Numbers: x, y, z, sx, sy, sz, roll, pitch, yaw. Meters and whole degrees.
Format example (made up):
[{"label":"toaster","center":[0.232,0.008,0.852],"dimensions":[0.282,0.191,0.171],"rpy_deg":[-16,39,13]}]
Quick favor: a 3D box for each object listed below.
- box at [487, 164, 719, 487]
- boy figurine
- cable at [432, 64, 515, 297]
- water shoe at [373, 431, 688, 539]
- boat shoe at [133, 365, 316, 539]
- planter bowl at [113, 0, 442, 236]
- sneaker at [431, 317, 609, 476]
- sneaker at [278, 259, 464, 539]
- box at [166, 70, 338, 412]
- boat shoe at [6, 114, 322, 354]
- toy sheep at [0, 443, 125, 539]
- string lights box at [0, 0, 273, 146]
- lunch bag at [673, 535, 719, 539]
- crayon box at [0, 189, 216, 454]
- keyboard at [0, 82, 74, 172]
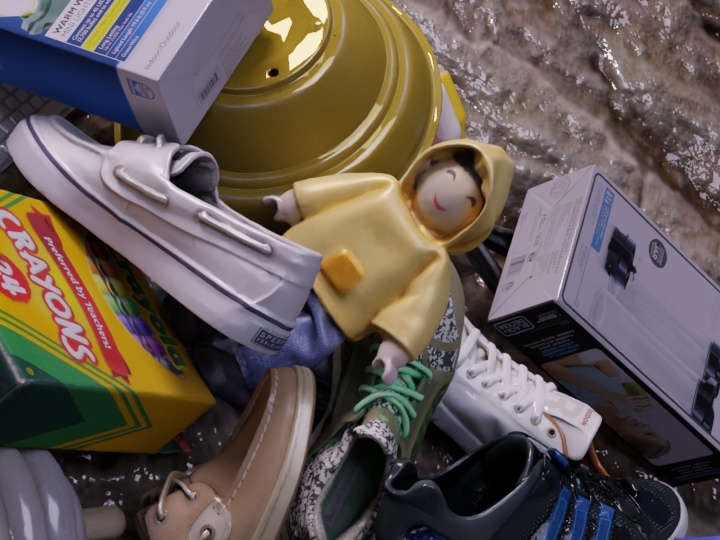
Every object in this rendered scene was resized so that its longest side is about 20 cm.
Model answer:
[{"label":"box","center":[0.181,0.039,1.056],"dimensions":[0.200,0.060,0.117],"rpy_deg":[42,51,-26]},{"label":"boy figurine","center":[0.000,0.000,0.866],"dimensions":[0.200,0.064,0.125],"rpy_deg":[-30,73,5]},{"label":"cable","center":[0.067,-0.043,1.018],"dimensions":[0.200,0.050,0.097],"rpy_deg":[53,40,-22]},{"label":"water shoe","center":[0.103,0.130,0.887],"dimensions":[0.199,0.071,0.079],"rpy_deg":[-7,114,-28]},{"label":"boat shoe","center":[-0.083,0.134,0.816],"dimensions":[0.064,0.071,0.201],"rpy_deg":[24,91,-10]},{"label":"planter bowl","center":[-0.056,-0.118,0.931],"dimensions":[0.200,0.084,0.201],"rpy_deg":[-4,60,7]},{"label":"sneaker","center":[0.096,0.078,0.977],"dimensions":[0.200,0.085,0.073],"rpy_deg":[52,36,-12]},{"label":"sneaker","center":[0.014,0.081,0.894],"dimensions":[0.077,0.089,0.201],"rpy_deg":[22,83,-10]},{"label":"box","center":[-0.038,-0.022,0.988],"dimensions":[0.137,0.040,0.201],"rpy_deg":[22,58,-22]},{"label":"boat shoe","center":[-0.101,-0.036,0.829],"dimensions":[0.200,0.066,0.072],"rpy_deg":[37,9,31]},{"label":"toy sheep","center":[-0.197,0.135,0.759],"dimensions":[0.200,0.138,0.138],"rpy_deg":[-1,67,-48]},{"label":"string lights box","center":[-0.161,-0.150,0.885],"dimensions":[0.199,0.059,0.103],"rpy_deg":[20,64,21]},{"label":"lunch bag","center":[0.207,0.204,0.859],"dimensions":[0.170,0.200,0.124],"rpy_deg":[10,59,-46]},{"label":"crayon box","center":[-0.151,0.026,0.810],"dimensions":[0.127,0.051,0.200],"rpy_deg":[57,16,20]},{"label":"keyboard","center":[-0.178,-0.130,0.971],"dimensions":[0.056,0.011,0.200],"rpy_deg":[45,52,-6]}]
